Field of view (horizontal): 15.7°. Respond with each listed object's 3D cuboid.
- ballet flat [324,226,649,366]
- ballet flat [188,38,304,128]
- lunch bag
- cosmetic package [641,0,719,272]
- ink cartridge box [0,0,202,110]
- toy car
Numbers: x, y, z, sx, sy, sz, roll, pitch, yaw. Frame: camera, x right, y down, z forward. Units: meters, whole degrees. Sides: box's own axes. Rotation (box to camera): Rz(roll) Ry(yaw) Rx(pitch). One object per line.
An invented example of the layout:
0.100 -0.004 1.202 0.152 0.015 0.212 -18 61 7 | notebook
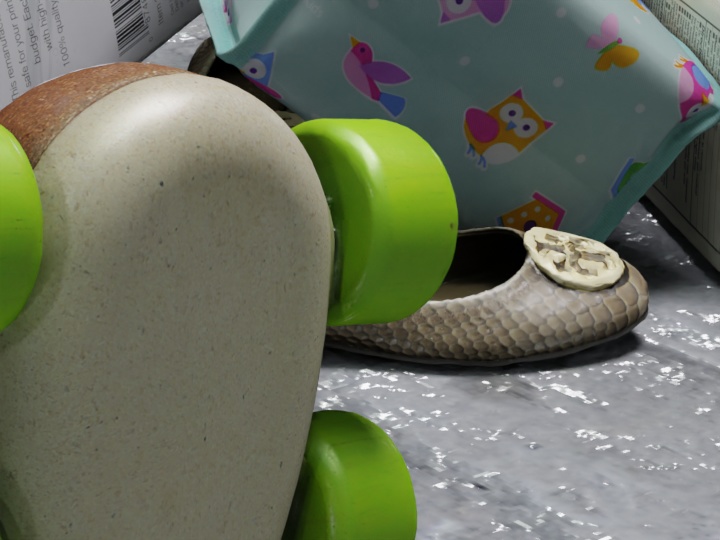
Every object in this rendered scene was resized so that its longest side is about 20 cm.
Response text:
0.000 0.000 0.890 0.200 0.046 0.067 1 21 -1 | ballet flat
-0.041 -0.068 1.052 0.067 0.046 0.200 1 20 -5 | ballet flat
0.025 -0.110 0.978 0.170 0.122 0.200 36 16 -26 | lunch bag
0.165 -0.060 0.989 0.087 0.104 0.200 -1 21 -11 | cosmetic package
-0.153 -0.127 1.015 0.084 0.146 0.200 14 40 31 | ink cartridge box
-0.105 0.013 0.695 0.164 0.158 0.200 -2 14 -43 | toy car
